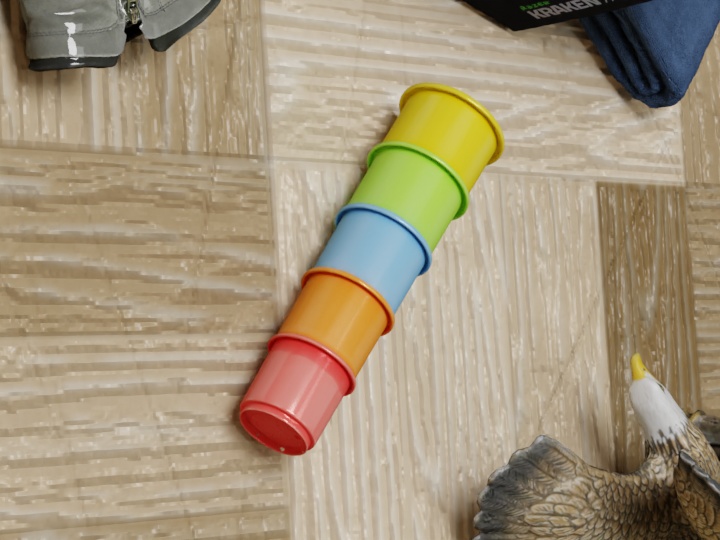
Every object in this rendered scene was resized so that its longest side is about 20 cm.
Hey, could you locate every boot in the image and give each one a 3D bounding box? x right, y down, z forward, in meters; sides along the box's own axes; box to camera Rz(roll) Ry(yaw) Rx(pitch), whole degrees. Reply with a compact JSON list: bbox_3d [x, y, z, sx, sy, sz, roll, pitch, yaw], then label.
[{"bbox_3d":[-0.094,-0.175,0.995,0.200,0.068,0.131,-34,113,-34],"label":"boot"}]

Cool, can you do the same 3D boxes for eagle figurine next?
[{"bbox_3d":[0.163,0.117,1.152,0.151,0.152,0.200,40,31,9],"label":"eagle figurine"}]

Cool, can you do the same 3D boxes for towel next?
[{"bbox_3d":[0.184,-0.198,1.272,0.112,0.048,0.200,55,49,-37],"label":"towel"}]

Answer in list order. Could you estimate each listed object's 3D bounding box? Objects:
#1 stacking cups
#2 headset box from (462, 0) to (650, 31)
[{"bbox_3d":[0.000,0.000,1.069,0.061,0.060,0.200,48,59,-29],"label":"stacking cups"},{"bbox_3d":[0.082,-0.212,1.086,0.200,0.174,0.093,25,67,-41],"label":"headset box"}]
